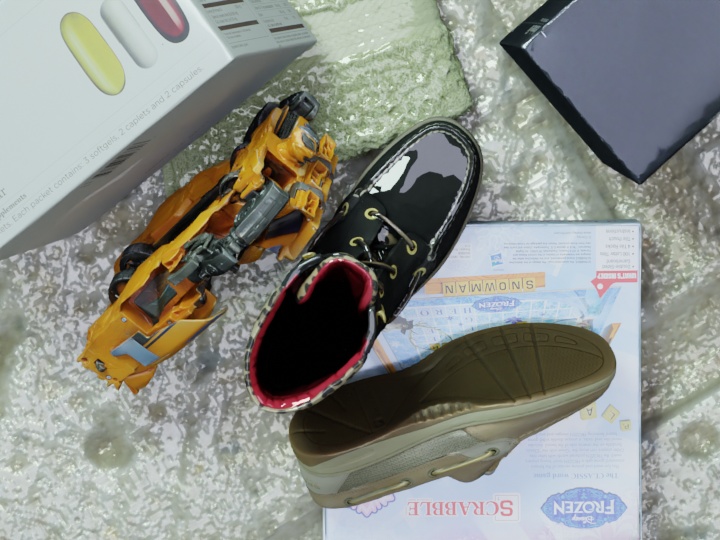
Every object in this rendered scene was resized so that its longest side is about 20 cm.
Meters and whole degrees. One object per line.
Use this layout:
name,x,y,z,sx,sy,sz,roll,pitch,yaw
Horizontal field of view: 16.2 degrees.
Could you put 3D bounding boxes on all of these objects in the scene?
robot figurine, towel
robot figurine,-0.084,-0.019,1.476,0.058,0.146,0.200,38,126,-18
towel,-0.041,-0.130,1.539,0.198,0.036,0.150,-17,95,2

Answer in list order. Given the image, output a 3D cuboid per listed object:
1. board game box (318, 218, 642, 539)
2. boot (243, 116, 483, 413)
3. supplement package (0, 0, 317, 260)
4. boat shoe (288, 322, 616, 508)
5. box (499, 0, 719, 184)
board game box,0.073,0.069,1.550,0.198,0.041,0.201,0,94,2
boot,0.000,0.000,1.451,0.073,0.151,0.200,41,95,-1
supplement package,-0.152,-0.112,1.456,0.200,0.156,0.111,-38,86,18
boat shoe,0.058,0.089,1.503,0.198,0.072,0.065,-19,130,-2
box,0.184,-0.152,1.452,0.182,0.200,0.104,-41,94,4
